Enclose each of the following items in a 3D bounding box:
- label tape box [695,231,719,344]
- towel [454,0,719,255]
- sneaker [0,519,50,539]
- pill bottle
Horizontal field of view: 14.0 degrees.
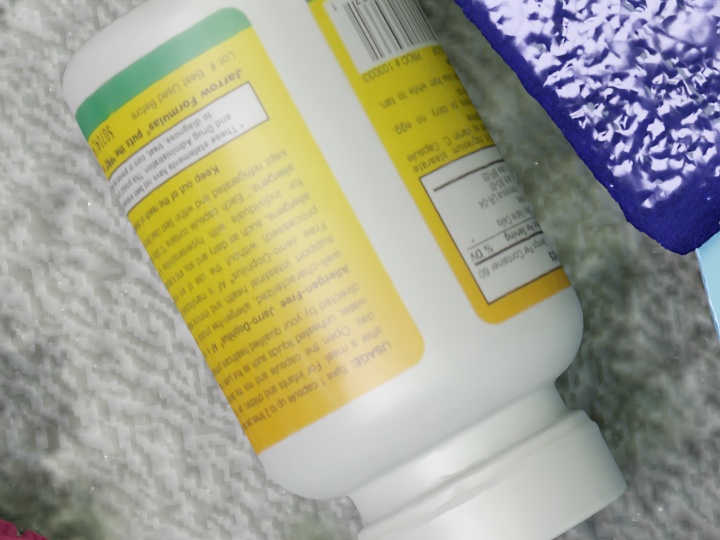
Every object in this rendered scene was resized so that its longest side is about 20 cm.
[{"bbox_3d":[0.214,0.004,0.930,0.200,0.063,0.145,-15,87,1],"label":"label tape box"},{"bbox_3d":[0.129,-0.115,0.888,0.200,0.050,0.148,-37,94,18],"label":"towel"},{"bbox_3d":[-0.186,0.129,0.940,0.200,0.081,0.088,-13,89,10],"label":"sneaker"},{"bbox_3d":[0.000,0.000,0.915,0.113,0.113,0.200,-29,87,1],"label":"pill bottle"}]
